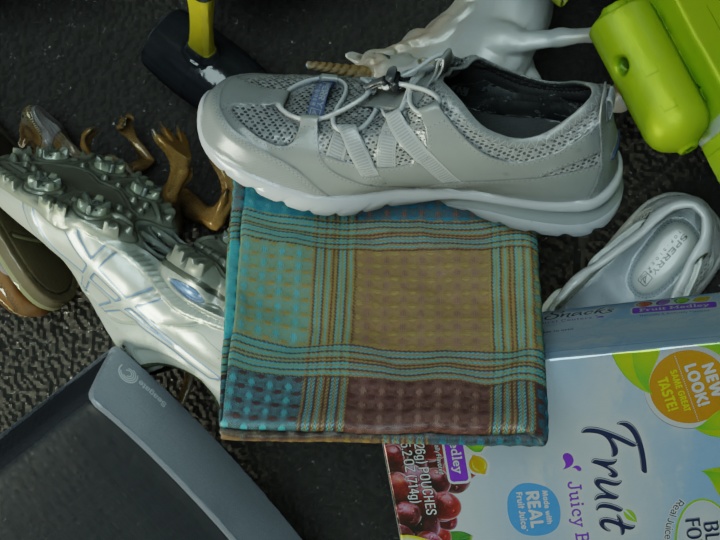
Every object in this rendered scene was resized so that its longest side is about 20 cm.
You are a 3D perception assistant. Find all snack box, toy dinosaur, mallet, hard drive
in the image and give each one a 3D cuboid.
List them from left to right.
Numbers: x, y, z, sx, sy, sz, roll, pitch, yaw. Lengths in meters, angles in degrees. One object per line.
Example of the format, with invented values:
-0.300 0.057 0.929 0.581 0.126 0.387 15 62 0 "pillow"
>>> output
-0.106 0.151 0.889 0.135 0.042 0.200 -37 100 17 "hard drive"
-0.110 -0.020 0.950 0.106 0.060 0.200 -44 70 26 "toy dinosaur"
-0.072 -0.131 0.878 0.066 0.200 0.041 39 72 3 "mallet"
0.105 0.120 0.839 0.168 0.068 0.200 -6 111 11 "snack box"

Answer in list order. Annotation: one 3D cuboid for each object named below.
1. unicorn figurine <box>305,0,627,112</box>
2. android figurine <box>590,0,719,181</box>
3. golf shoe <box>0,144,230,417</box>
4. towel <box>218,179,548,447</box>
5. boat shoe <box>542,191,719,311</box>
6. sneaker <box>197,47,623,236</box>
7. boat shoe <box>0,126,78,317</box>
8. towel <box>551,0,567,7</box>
0.078 -0.131 0.891 0.137 0.074 0.200 11 50 21 "unicorn figurine"
0.196 -0.102 0.833 0.182 0.041 0.200 -19 78 -34 "android figurine"
-0.118 0.007 0.883 0.200 0.078 0.097 30 118 26 "golf shoe"
0.011 -0.003 0.808 0.146 0.022 0.200 0 46 1 "towel"
0.110 0.043 0.881 0.071 0.069 0.200 34 93 12 "boat shoe"
0.024 -0.074 0.803 0.199 0.082 0.075 5 48 4 "sneaker"
-0.226 -0.049 0.968 0.068 0.072 0.200 -38 72 19 "boat shoe"
0.047 -0.216 0.857 0.200 0.018 0.086 44 136 31 "towel"
